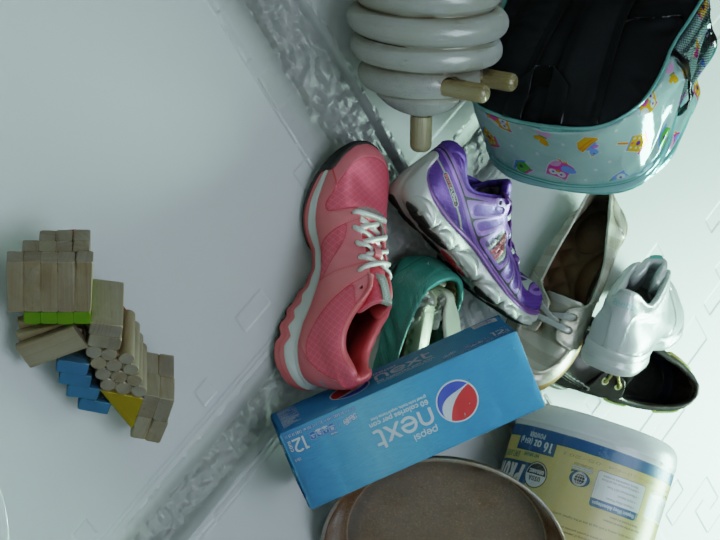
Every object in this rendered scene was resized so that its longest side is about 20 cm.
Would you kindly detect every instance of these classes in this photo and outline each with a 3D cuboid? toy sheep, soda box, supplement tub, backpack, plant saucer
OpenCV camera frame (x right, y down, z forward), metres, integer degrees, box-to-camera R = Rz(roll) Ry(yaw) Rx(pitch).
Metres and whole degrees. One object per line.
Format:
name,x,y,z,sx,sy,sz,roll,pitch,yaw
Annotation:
toy sheep,0.054,-0.188,1.575,0.138,0.138,0.201,-9,110,-41
soda box,0.036,0.109,1.586,0.200,0.064,0.068,-23,103,-4
supplement tub,0.177,0.227,1.749,0.144,0.144,0.201,25,80,-42
backpack,0.185,-0.151,1.658,0.200,0.175,0.154,-58,149,-38
plant saucer,0.068,0.223,1.646,0.035,0.200,0.201,-77,148,-57

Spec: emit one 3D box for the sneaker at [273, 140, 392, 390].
sneaker,0.000,0.000,1.587,0.074,0.087,0.201,14,87,-43

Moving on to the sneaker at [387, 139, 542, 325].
sneaker,0.104,-0.029,1.663,0.083,0.081,0.200,-46,133,-6

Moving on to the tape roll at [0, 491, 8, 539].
tape roll,-0.330,0.184,1.326,0.202,0.071,0.203,-9,103,-42

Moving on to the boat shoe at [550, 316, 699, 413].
boat shoe,0.226,0.082,1.826,0.201,0.060,0.072,18,85,-43

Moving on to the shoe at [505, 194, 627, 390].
shoe,0.174,0.012,1.755,0.053,0.070,0.200,86,28,-61

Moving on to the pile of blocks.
pile of blocks,-0.193,0.040,1.446,0.062,0.082,0.200,-96,165,-49

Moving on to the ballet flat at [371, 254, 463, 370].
ballet flat,0.042,0.087,1.652,0.067,0.070,0.201,10,90,-44

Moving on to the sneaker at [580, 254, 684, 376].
sneaker,0.249,0.022,1.777,0.200,0.075,0.089,-44,150,-66
